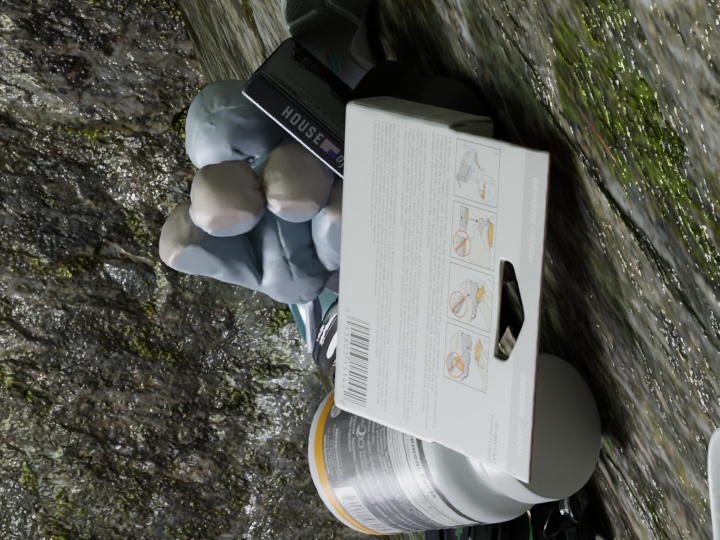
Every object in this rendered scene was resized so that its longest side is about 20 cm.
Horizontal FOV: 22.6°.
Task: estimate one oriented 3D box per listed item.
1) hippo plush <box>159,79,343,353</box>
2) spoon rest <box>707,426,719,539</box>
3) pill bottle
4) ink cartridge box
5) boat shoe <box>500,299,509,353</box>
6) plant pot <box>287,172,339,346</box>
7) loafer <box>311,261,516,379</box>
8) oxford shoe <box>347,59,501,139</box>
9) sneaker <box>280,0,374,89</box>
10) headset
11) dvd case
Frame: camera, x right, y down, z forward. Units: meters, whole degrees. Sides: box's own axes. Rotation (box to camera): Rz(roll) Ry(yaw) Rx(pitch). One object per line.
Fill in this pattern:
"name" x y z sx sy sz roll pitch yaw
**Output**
"hippo plush" -0.052 -0.071 1.351 0.199 0.159 0.162 30 -138 -38
"spoon rest" 0.195 0.160 0.838 0.099 0.060 0.201 -123 12 -58
"pill bottle" 0.062 0.117 1.228 0.199 0.116 0.117 -17 96 51
"ink cartridge box" 0.058 0.007 1.096 0.175 0.044 0.202 18 112 45
"boat shoe" 0.077 0.048 1.364 0.072 0.072 0.201 87 159 -70
"plant pot" 0.000 0.000 1.565 0.200 0.134 0.202 158 90 -83
"loafer" 0.036 0.028 1.287 0.073 0.072 0.200 57 132 16
"oxford shoe" 0.059 -0.085 1.203 0.071 0.071 0.200 37 -174 -28
"sneaker" -0.028 -0.203 1.424 0.201 0.070 0.081 81 175 -54
"headset" 0.119 0.175 1.321 0.200 0.122 0.095 141 126 -68
"dvd case" -0.011 -0.102 1.295 0.150 0.025 0.200 40 -166 -6
